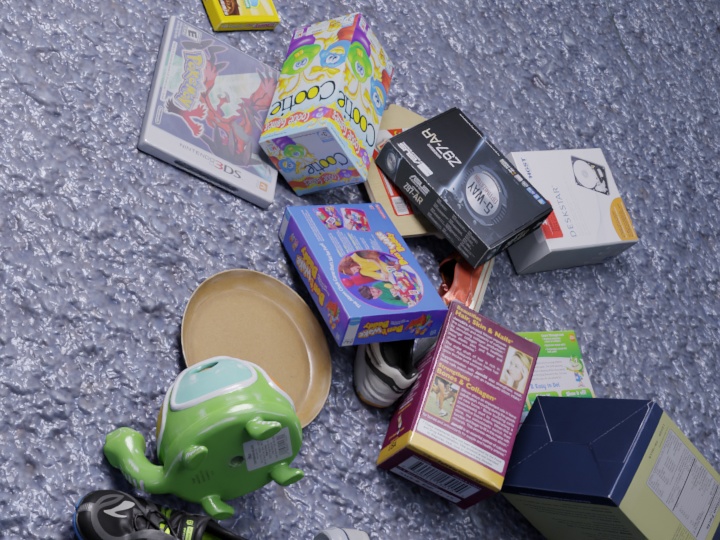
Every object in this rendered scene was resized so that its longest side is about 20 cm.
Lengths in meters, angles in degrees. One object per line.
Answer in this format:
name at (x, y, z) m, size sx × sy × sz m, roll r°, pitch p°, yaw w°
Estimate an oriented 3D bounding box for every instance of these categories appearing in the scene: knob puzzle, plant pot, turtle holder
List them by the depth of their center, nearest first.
turtle holder at (-0.155, 0.172, 1.377) m, size 0.141 × 0.185 × 0.132 m, roll 41°, pitch 16°, yaw -47°
plant pot at (-0.122, 0.096, 1.518) m, size 0.198 × 0.027 × 0.202 m, roll 19°, pitch 55°, yaw -29°
knob puzzle at (0.073, -0.130, 1.795) m, size 0.218 × 0.030 × 0.222 m, roll 19°, pitch 55°, yaw -29°

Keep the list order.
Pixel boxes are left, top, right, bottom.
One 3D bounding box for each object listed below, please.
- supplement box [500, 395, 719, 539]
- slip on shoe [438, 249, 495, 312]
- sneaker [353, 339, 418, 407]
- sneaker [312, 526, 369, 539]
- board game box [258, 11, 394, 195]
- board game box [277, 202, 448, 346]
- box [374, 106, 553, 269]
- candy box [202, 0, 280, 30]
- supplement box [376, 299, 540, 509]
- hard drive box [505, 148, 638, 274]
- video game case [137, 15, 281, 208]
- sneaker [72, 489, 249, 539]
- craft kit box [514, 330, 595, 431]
supplement box at (0.307, 0.266, 1.603) m, size 0.200 × 0.199 × 0.135 m, roll 46°, pitch 63°, yaw -26°
slip on shoe at (0.137, -0.006, 1.754) m, size 0.061 × 0.074 × 0.201 m, roll 25°, pitch 52°, yaw -7°
sneaker at (0.033, 0.061, 1.619) m, size 0.075 × 0.088 × 0.202 m, roll 7°, pitch 61°, yaw -34°
sneaker at (0.007, 0.372, 1.435) m, size 0.070 × 0.073 × 0.202 m, roll 1°, pitch 66°, yaw -34°
board game box at (-0.040, -0.211, 1.678) m, size 0.103 × 0.104 × 0.202 m, roll 52°, pitch 39°, yaw -41°
board game box at (0.000, 0.000, 1.584) m, size 0.133 × 0.045 × 0.201 m, roll -3°, pitch 43°, yaw -28°
box at (0.138, -0.113, 1.755) m, size 0.200 × 0.044 × 0.160 m, roll 48°, pitch 45°, yaw 14°
candy box at (-0.182, -0.408, 1.750) m, size 0.102 × 0.026 × 0.202 m, roll -10°, pitch 73°, yaw -45°
supplement box at (0.118, 0.160, 1.592) m, size 0.130 × 0.103 × 0.202 m, roll 28°, pitch 60°, yaw -10°
hard drive box at (0.286, -0.087, 1.911) m, size 0.198 × 0.077 × 0.157 m, roll -8°, pitch 71°, yaw -40°
video game case at (-0.174, -0.196, 1.640) m, size 0.181 × 0.023 × 0.202 m, roll 25°, pitch 53°, yaw -26°
sneaker at (-0.193, 0.260, 1.330) m, size 0.198 × 0.083 × 0.071 m, roll 24°, pitch 53°, yaw -26°
craft kit box at (0.230, 0.179, 1.742) m, size 0.198 × 0.048 × 0.200 m, roll 1°, pitch 68°, yaw -38°
